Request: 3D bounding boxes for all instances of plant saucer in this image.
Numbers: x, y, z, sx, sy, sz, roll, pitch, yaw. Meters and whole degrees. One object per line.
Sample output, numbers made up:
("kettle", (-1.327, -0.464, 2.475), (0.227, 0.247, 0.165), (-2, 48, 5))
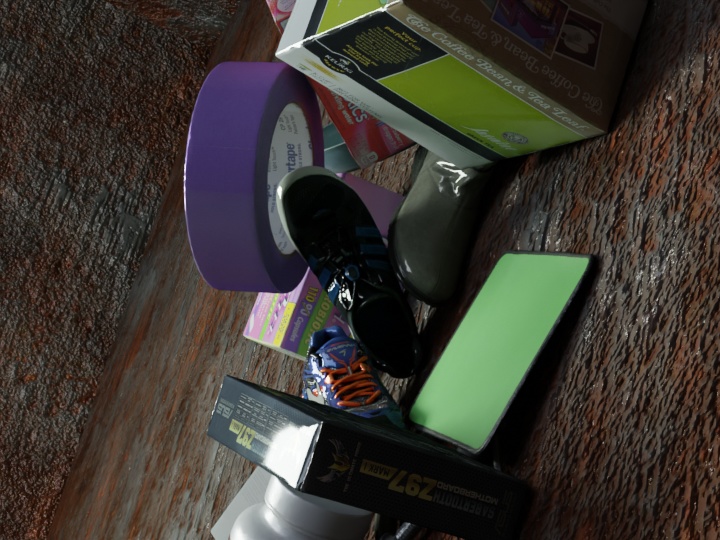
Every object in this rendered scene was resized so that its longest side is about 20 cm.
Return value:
("plant saucer", (0.024, -0.141, 1.606), (0.199, 0.036, 0.200), (-24, 13, 6))

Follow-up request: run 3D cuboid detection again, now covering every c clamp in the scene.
("c clamp", (0.054, 0.152, 1.205), (0.200, 0.027, 0.171), (-54, 19, 41))

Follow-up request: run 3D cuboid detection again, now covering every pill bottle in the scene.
("pill bottle", (-0.063, 0.256, 1.267), (0.113, 0.112, 0.201), (-111, 41, -71))

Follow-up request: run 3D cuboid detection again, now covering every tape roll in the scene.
("tape roll", (-0.089, -0.081, 1.423), (0.200, 0.065, 0.202), (4, -90, -75))

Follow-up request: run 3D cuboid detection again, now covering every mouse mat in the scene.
("mouse mat", (0.098, 0.055, 1.194), (0.162, 0.008, 0.200), (-59, 12, -6))

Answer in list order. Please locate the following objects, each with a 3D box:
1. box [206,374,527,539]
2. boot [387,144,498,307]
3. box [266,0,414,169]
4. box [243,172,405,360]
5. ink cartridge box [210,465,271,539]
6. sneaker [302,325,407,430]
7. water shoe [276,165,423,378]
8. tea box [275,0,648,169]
("box", (-0.002, 0.128, 1.108), (0.200, 0.157, 0.051), (12, 83, 66))
("boot", (0.089, -0.077, 1.383), (0.131, 0.067, 0.201), (-43, 28, 46))
("box", (-0.004, -0.201, 1.432), (0.102, 0.200, 0.095), (-27, 47, 6))
("box", (-0.026, 0.005, 1.598), (0.177, 0.096, 0.200), (-69, 14, -4))
("ink cartridge box", (-0.051, 0.178, 1.428), (0.099, 0.039, 0.200), (-16, -26, -43))
("sneaker", (-0.015, 0.097, 1.329), (0.200, 0.075, 0.079), (-149, 50, -71))
("water shoe", (0.000, 0.000, 1.374), (0.071, 0.201, 0.079), (-33, 19, -4))
("tea box", (0.077, -0.191, 1.246), (0.196, 0.199, 0.134), (-7, 59, 58))
